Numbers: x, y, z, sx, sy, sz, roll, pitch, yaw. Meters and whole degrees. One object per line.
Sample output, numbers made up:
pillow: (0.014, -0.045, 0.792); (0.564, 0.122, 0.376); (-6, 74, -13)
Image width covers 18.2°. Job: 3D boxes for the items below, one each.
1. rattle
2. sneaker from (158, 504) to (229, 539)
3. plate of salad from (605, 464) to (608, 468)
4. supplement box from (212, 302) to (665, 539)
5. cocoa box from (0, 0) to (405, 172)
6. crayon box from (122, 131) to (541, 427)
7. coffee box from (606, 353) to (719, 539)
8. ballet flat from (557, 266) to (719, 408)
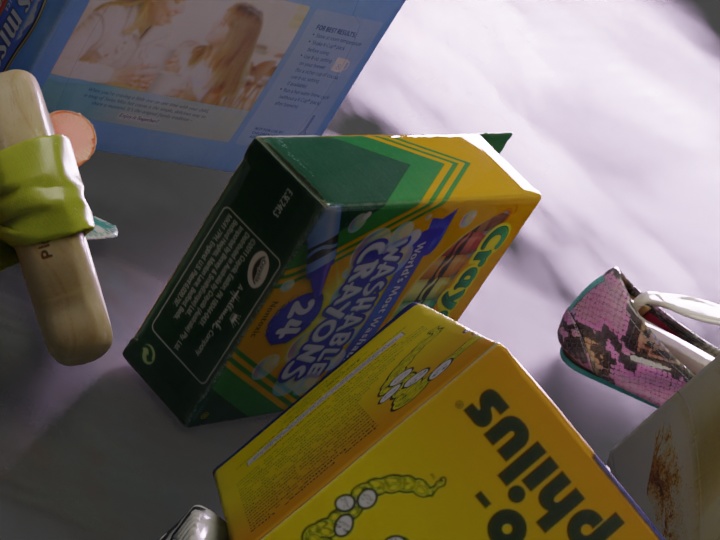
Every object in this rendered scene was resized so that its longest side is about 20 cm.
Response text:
rattle: (-0.174, -0.016, 0.963); (0.130, 0.143, 0.200); (58, -2, -23)
sneaker: (-0.031, 0.168, 0.751); (0.130, 0.079, 0.199); (39, 10, -16)
plate of salad: (0.199, 0.151, 1.076); (0.200, 0.048, 0.200); (26, 25, -13)
supplement box: (0.025, 0.090, 0.795); (0.109, 0.110, 0.200); (50, -3, -6)
cocoa box: (-0.104, -0.144, 1.151); (0.200, 0.133, 0.131); (7, 36, -43)
crayon box: (0.000, 0.000, 1.022); (0.052, 0.126, 0.200); (45, 28, 24)
coffee box: (0.240, 0.137, 0.921); (0.200, 0.198, 0.200); (20, 46, -23)
ballet flat: (0.203, 0.062, 1.214); (0.200, 0.071, 0.069); (30, 24, -6)
